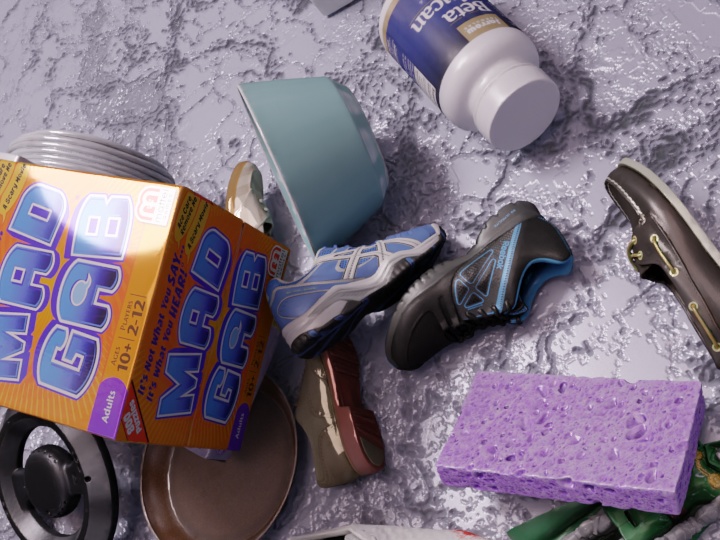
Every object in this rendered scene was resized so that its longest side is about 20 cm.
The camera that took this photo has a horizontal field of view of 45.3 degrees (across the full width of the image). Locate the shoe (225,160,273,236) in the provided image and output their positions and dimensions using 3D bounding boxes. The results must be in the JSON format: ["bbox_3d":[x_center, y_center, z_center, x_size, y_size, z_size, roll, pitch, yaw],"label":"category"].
[{"bbox_3d":[-0.117,-0.025,0.957,0.053,0.070,0.202,-3,74,9],"label":"shoe"}]

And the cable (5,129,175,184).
[{"bbox_3d":[-0.322,-0.100,1.026,0.198,0.200,0.070,2,74,27],"label":"cable"}]

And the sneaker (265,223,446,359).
[{"bbox_3d":[0.000,0.000,0.820,0.199,0.076,0.077,-30,67,-27],"label":"sneaker"}]

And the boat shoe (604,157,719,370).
[{"bbox_3d":[0.259,-0.011,0.717,0.060,0.072,0.202,-36,57,7],"label":"boat shoe"}]

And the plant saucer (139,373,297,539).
[{"bbox_3d":[-0.142,0.197,0.888,0.198,0.032,0.202,-12,63,25],"label":"plant saucer"}]

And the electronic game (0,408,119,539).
[{"bbox_3d":[-0.334,0.229,0.942,0.198,0.041,0.202,6,101,33],"label":"electronic game"}]

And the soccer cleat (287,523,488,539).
[{"bbox_3d":[0.026,0.249,0.731,0.198,0.085,0.069,-5,66,29],"label":"soccer cleat"}]

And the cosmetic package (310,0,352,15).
[{"bbox_3d":[-0.037,-0.449,1.012,0.164,0.200,0.166,-23,59,20],"label":"cosmetic package"}]

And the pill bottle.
[{"bbox_3d":[0.110,-0.213,0.873,0.111,0.111,0.201,-41,54,8],"label":"pill bottle"}]

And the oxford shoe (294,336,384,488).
[{"bbox_3d":[-0.040,0.112,0.843,0.073,0.071,0.201,-29,56,20],"label":"oxford shoe"}]

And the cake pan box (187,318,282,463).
[{"bbox_3d":[-0.185,0.071,0.894,0.199,0.052,0.186,23,84,24],"label":"cake pan box"}]

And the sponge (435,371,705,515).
[{"bbox_3d":[0.166,0.133,0.695,0.198,0.030,0.112,-2,38,36],"label":"sponge"}]

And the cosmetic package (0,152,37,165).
[{"bbox_3d":[-0.357,0.007,0.901,0.122,0.199,0.202,10,76,28],"label":"cosmetic package"}]

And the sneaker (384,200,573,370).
[{"bbox_3d":[0.105,0.026,0.792,0.200,0.073,0.082,-46,55,6],"label":"sneaker"}]

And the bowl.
[{"bbox_3d":[-0.040,-0.118,0.889,0.104,0.201,0.202,-25,55,-4],"label":"bowl"}]

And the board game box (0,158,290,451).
[{"bbox_3d":[-0.212,0.037,0.776,0.198,0.200,0.202,10,81,22],"label":"board game box"}]

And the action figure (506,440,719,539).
[{"bbox_3d":[0.217,0.190,0.667,0.199,0.055,0.118,-38,52,6],"label":"action figure"}]
